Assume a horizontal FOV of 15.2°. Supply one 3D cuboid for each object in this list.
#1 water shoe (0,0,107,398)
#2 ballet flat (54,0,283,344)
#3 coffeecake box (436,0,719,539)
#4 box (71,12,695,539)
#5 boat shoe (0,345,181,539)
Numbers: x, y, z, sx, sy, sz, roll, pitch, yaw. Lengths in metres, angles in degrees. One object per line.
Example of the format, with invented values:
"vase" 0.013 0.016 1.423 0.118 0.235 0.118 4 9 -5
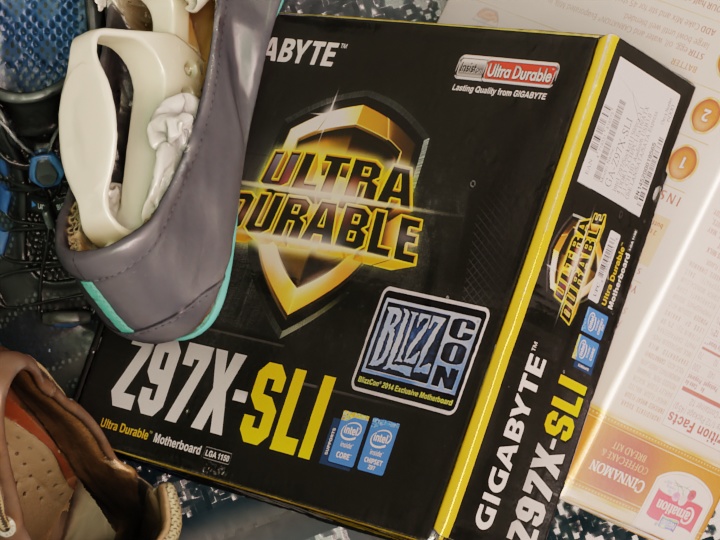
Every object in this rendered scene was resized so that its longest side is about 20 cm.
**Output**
"water shoe" -0.115 -0.043 0.937 0.071 0.079 0.201 -10 89 4
"ballet flat" -0.064 -0.076 0.887 0.073 0.073 0.201 7 69 3
"coffeecake box" 0.083 -0.033 0.887 0.073 0.153 0.201 25 92 -41
"box" 0.000 0.000 0.867 0.049 0.199 0.161 23 82 -40
"boat shoe" -0.092 0.093 0.882 0.074 0.203 0.075 -2 55 29
